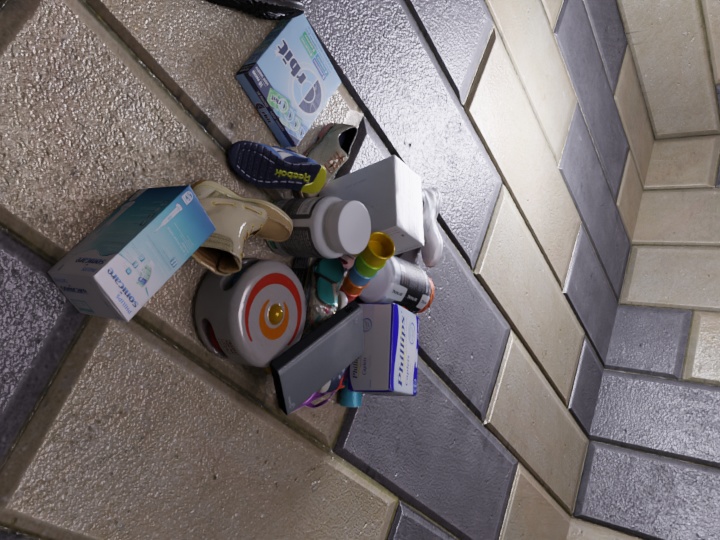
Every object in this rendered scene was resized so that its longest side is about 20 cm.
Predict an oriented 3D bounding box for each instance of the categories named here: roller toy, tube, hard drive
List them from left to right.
[{"bbox_3d":[-0.189,0.075,1.125,0.180,0.137,0.207,14,82,-50],"label":"roller toy"},{"bbox_3d":[-0.076,0.161,1.164,0.198,0.033,0.142,-36,145,-27],"label":"hard drive"},{"bbox_3d":[-0.017,0.202,1.426,0.077,0.049,0.207,29,64,-84],"label":"tube"}]

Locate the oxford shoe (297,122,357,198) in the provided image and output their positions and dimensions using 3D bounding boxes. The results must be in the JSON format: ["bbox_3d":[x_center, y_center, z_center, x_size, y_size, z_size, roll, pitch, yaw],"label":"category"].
[{"bbox_3d":[-0.069,-0.230,1.307,0.071,0.072,0.204,45,58,-42],"label":"oxford shoe"}]

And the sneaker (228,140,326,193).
[{"bbox_3d":[-0.164,-0.199,1.201,0.196,0.082,0.076,13,110,-34],"label":"sneaker"}]

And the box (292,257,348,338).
[{"bbox_3d":[-0.090,0.077,1.323,0.160,0.048,0.206,25,73,-51],"label":"box"}]

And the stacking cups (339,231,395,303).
[{"bbox_3d":[0.000,0.000,1.260,0.059,0.200,0.062,13,56,-20],"label":"stacking cups"}]

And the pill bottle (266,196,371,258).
[{"bbox_3d":[-0.082,-0.081,1.201,0.111,0.196,0.117,-5,97,-49],"label":"pill bottle"}]

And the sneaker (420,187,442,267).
[{"bbox_3d":[0.164,-0.110,1.623,0.079,0.069,0.208,-1,87,-41],"label":"sneaker"}]

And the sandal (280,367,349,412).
[{"bbox_3d":[-0.082,0.255,1.321,0.200,0.050,0.084,-24,144,-39],"label":"sandal"}]

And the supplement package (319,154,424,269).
[{"bbox_3d":[0.020,-0.114,1.301,0.110,0.196,0.161,26,55,-48],"label":"supplement package"}]

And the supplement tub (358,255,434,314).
[{"bbox_3d":[0.084,0.035,1.481,0.198,0.120,0.127,20,77,-49],"label":"supplement tub"}]

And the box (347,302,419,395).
[{"bbox_3d":[0.056,0.182,1.418,0.199,0.102,0.190,29,61,-64],"label":"box"}]

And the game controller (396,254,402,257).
[{"bbox_3d":[0.057,-0.113,1.500,0.105,0.041,0.203,-51,129,-36],"label":"game controller"}]

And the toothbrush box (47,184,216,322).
[{"bbox_3d":[-0.334,-0.030,0.932,0.201,0.143,0.087,-54,130,-35],"label":"toothbrush box"}]

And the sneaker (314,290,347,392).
[{"bbox_3d":[-0.047,0.146,1.286,0.083,0.074,0.207,12,92,-42],"label":"sneaker"}]

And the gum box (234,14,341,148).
[{"bbox_3d":[-0.135,-0.375,1.238,0.171,0.044,0.203,54,52,-37],"label":"gum box"}]

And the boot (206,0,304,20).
[{"bbox_3d":[-0.186,-0.547,1.121,0.207,0.078,0.164,-2,94,-43],"label":"boot"}]

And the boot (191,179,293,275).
[{"bbox_3d":[-0.200,-0.056,1.079,0.197,0.073,0.159,24,40,-33],"label":"boot"}]

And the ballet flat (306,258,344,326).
[{"bbox_3d":[-0.075,0.039,1.227,0.074,0.065,0.201,30,25,-8],"label":"ballet flat"}]
